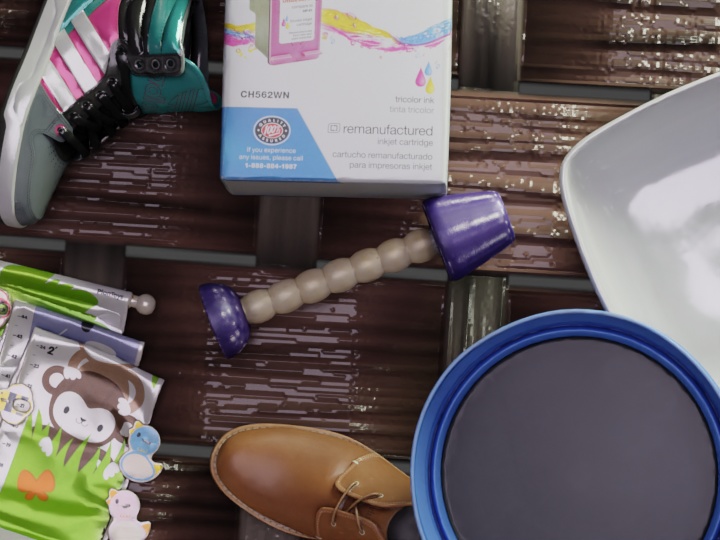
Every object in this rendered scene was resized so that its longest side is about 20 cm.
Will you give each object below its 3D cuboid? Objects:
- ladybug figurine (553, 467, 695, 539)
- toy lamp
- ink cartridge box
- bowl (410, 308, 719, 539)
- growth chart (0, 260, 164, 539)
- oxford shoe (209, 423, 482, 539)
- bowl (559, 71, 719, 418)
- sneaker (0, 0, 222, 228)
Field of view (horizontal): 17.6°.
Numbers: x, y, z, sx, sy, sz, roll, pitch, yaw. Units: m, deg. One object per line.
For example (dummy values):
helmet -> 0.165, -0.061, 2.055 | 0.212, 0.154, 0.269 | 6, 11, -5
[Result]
ladybug figurine -> 0.169, 0.167, 1.452 | 0.136, 0.072, 0.200 | 30, 87, 4
toy lamp -> 0.000, 0.000, 1.480 | 0.200, 0.058, 0.058 | -21, 85, 3
ink cartridge box -> -0.014, -0.150, 1.477 | 0.144, 0.085, 0.200 | 1, 84, 2
bowl -> 0.130, 0.123, 1.398 | 0.201, 0.039, 0.201 | 0, 88, 8
growth chart -> -0.196, 0.097, 1.497 | 0.145, 0.018, 0.200 | 8, 87, 2
oxford shoe -> -0.002, 0.145, 1.461 | 0.200, 0.071, 0.071 | 20, 86, 5
bowl -> 0.239, -0.018, 1.458 | 0.200, 0.075, 0.200 | -23, 80, -1
sneaker -> -0.152, -0.110, 1.483 | 0.121, 0.084, 0.200 | 18, 85, 13
